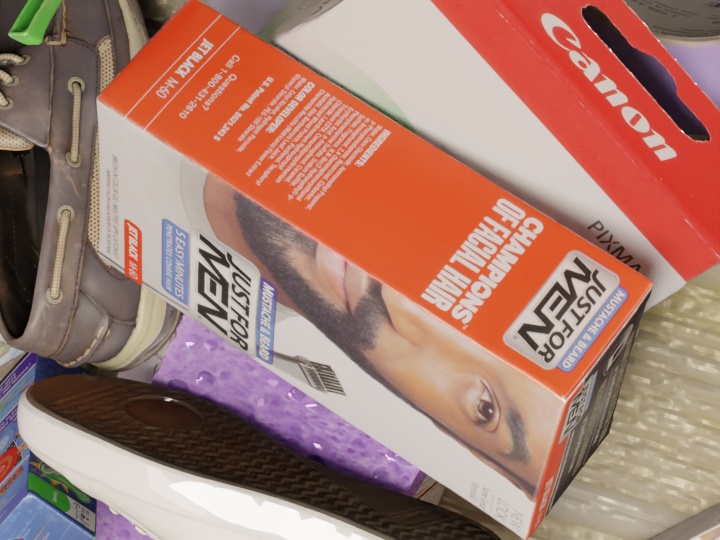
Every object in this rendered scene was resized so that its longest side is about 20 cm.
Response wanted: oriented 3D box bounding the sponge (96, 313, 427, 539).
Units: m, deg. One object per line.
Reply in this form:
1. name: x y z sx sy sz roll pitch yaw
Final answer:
1. sponge: -0.053 0.109 1.122 0.112 0.030 0.200 34 117 11

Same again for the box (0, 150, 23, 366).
1. box: -0.184 -0.017 1.111 0.039 0.200 0.137 -22 96 35

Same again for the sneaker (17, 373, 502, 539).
1. sneaker: -0.047 0.107 1.059 0.200 0.073 0.085 24 113 15

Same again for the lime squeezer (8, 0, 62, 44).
1. lime squeezer: -0.097 -0.173 1.059 0.038 0.071 0.200 -2 76 44

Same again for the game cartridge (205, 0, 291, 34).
1. game cartridge: -0.019 -0.173 1.075 0.133 0.040 0.200 -8 103 32

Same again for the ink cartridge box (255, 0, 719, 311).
1. ink cartridge box: 0.052 -0.044 0.994 0.161 0.050 0.200 47 162 -12

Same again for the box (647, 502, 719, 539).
1. box: 0.101 0.138 1.118 0.200 0.041 0.039 -32 91 30

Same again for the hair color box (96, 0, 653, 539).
1. hair color box: 0.000 0.000 1.021 0.200 0.064 0.111 31 151 14

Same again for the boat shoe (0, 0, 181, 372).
1. boat shoe: -0.125 -0.058 1.110 0.074 0.073 0.200 -31 68 43

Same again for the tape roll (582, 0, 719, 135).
1. tape roll: 0.125 -0.153 0.982 0.200 0.085 0.200 8 109 24

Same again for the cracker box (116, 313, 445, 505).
1. cracker box: -0.037 0.079 1.155 0.134 0.058 0.200 28 116 15

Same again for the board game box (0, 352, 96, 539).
1. board game box: -0.182 0.135 1.151 0.034 0.135 0.200 37 108 -19
